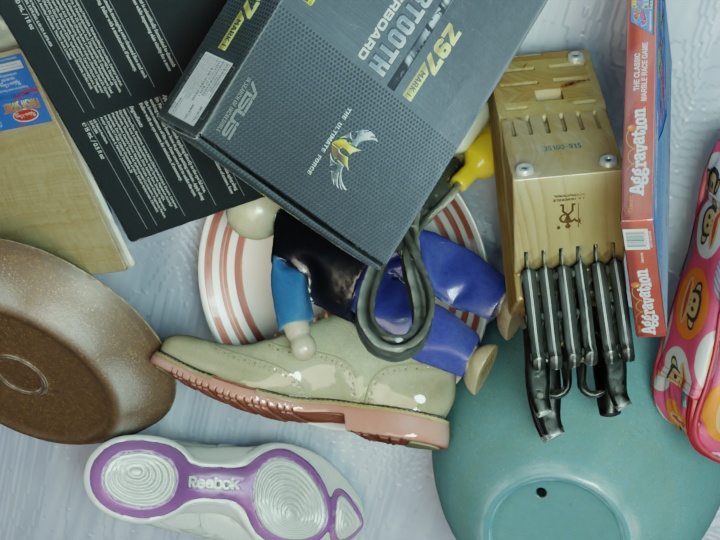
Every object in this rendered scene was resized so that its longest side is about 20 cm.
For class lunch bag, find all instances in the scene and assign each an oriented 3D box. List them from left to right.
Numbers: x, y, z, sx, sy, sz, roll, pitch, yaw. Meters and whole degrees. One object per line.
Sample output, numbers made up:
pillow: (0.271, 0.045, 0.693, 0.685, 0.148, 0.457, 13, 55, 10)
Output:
lunch bag: (0.276, 0.020, 1.076, 0.175, 0.082, 0.202, 7, 104, -14)

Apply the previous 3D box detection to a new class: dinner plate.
dinner plate: (-0.011, 0.005, 1.185, 0.198, 0.024, 0.202, 4, 103, 16)

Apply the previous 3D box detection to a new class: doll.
doll: (0.000, 0.000, 1.128, 0.199, 0.049, 0.137, 30, 78, 15)

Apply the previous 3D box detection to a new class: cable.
cable: (0.030, -0.044, 1.088, 0.096, 0.201, 0.050, 24, 144, 3)

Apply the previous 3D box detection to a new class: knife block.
knife block: (0.115, -0.009, 1.065, 0.063, 0.201, 0.177, -5, 126, -1)

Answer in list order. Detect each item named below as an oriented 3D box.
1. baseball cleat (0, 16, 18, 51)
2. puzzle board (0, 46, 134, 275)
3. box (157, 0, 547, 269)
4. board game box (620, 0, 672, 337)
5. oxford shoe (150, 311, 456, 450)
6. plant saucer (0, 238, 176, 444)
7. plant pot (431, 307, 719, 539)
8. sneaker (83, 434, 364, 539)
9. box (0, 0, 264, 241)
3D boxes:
baseball cleat: (-0.153, -0.163, 1.149, 0.199, 0.070, 0.107, -28, 118, 26)
puzzle board: (-0.233, -0.064, 1.181, 0.199, 0.017, 0.152, -4, 114, 48)
box: (0.003, -0.124, 1.012, 0.157, 0.051, 0.201, 35, 86, -40)
board game box: (0.159, -0.075, 1.008, 0.019, 0.201, 0.103, -1, 143, 12)
oxford shoe: (-0.034, 0.061, 1.164, 0.198, 0.071, 0.074, 12, 82, 8)
plant saucer: (-0.221, 0.058, 1.219, 0.199, 0.037, 0.201, 16, 143, 12)
plant pot: (0.132, 0.136, 1.155, 0.198, 0.135, 0.202, 5, 114, 13)
sneaker: (-0.094, 0.149, 1.261, 0.198, 0.100, 0.076, 15, 83, -12)
box: (-0.112, -0.130, 1.086, 0.140, 0.079, 0.201, -16, 131, 10)
